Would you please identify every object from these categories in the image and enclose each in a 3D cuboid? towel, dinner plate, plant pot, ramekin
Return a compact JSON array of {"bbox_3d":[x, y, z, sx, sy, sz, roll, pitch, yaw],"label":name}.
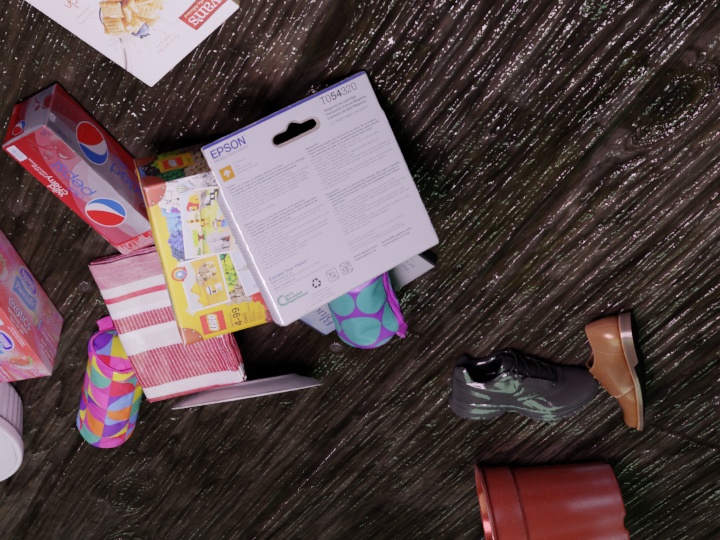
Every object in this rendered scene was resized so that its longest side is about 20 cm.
[{"bbox_3d":[-0.234,0.064,1.491,0.143,0.023,0.201,-12,112,15],"label":"towel"},{"bbox_3d":[-0.148,0.155,1.586,0.199,0.024,0.200,-9,177,0],"label":"dinner plate"},{"bbox_3d":[0.280,0.366,1.771,0.194,0.201,0.201,-10,139,0],"label":"plant pot"},{"bbox_3d":[-0.557,0.206,1.671,0.201,0.095,0.203,1,139,1],"label":"ramekin"}]

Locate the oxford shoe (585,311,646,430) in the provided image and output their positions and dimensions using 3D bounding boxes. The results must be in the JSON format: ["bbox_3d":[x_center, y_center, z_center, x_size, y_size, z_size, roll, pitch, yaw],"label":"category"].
[{"bbox_3d":[0.334,0.132,1.586,0.071,0.071,0.201,-8,128,18],"label":"oxford shoe"}]

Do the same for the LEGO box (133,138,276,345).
[{"bbox_3d":[-0.148,-0.037,1.323,0.148,0.077,0.201,-16,123,-10],"label":"LEGO box"}]

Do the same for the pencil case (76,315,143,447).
[{"bbox_3d":[-0.328,0.152,1.615,0.088,0.089,0.200,11,136,-11],"label":"pencil case"}]

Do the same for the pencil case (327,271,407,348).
[{"bbox_3d":[0.000,0.000,1.398,0.092,0.085,0.200,6,141,15],"label":"pencil case"}]

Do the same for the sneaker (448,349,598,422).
[{"bbox_3d":[0.214,0.147,1.602,0.199,0.076,0.091,-5,130,2],"label":"sneaker"}]

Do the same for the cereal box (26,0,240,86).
[{"bbox_3d":[-0.232,-0.275,1.149,0.200,0.040,0.144,33,130,-31],"label":"cereal box"}]

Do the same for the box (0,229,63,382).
[{"bbox_3d":[-0.452,0.041,1.477,0.102,0.095,0.200,-9,138,12],"label":"box"}]

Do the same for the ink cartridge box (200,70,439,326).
[{"bbox_3d":[-0.042,-0.075,1.258,0.196,0.043,0.201,-27,100,-17],"label":"ink cartridge box"}]

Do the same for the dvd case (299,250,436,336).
[{"bbox_3d":[-0.027,0.001,1.477,0.142,0.018,0.200,33,130,-32],"label":"dvd case"}]

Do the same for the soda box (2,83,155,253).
[{"bbox_3d":[-0.292,-0.106,1.322,0.063,0.070,0.200,-21,134,23],"label":"soda box"}]
